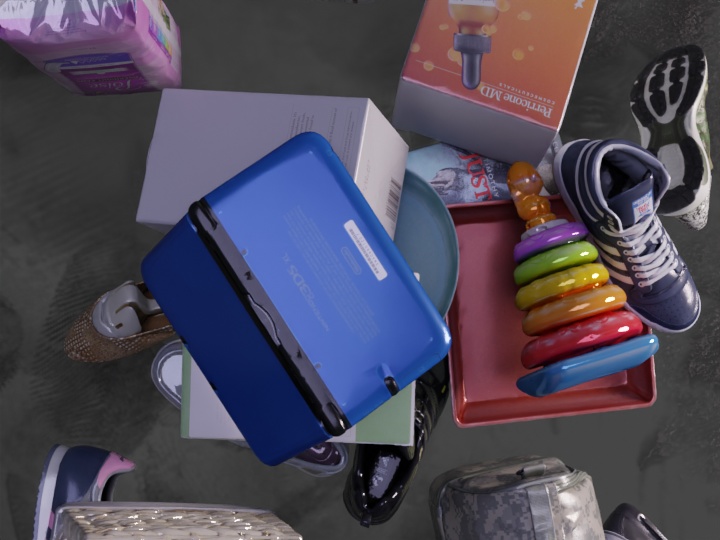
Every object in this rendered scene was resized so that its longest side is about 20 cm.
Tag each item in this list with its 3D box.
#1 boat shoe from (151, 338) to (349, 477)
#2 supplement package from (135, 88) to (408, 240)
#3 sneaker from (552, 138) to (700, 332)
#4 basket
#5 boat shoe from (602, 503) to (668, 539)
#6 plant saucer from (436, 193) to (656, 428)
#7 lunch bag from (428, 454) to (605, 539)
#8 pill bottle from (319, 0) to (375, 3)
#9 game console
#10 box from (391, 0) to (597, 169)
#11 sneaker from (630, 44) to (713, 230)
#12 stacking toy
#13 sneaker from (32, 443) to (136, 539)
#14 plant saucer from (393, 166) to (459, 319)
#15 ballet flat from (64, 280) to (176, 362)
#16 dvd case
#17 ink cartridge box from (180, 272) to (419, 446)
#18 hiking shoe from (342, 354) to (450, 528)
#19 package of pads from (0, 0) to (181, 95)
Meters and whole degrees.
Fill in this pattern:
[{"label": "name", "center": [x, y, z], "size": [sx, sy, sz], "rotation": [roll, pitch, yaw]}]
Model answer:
[{"label": "boat shoe", "center": [-0.099, 0.123, 0.854], "size": [0.200, 0.065, 0.075], "rotation": [32, 81, 1]}, {"label": "supplement package", "center": [-0.074, -0.077, 0.826], "size": [0.196, 0.120, 0.124], "rotation": [7, 81, 21]}, {"label": "sneaker", "center": [0.244, -0.028, 0.820], "size": [0.070, 0.108, 0.202], "rotation": [-35, 95, -5]}, {"label": "basket", "center": [-0.149, 0.266, 0.771], "size": [0.196, 0.123, 0.139], "rotation": [7, 81, -25]}, {"label": "boat shoe", "center": [0.295, 0.289, 0.859], "size": [0.199, 0.070, 0.066], "rotation": [40, 63, 0]}, {"label": "plant saucer", "center": [0.170, 0.034, 0.884], "size": [0.195, 0.037, 0.204], "rotation": [-5, 90, -7]}, {"label": "lunch bag", "center": [0.144, 0.263, 0.798], "size": [0.136, 0.168, 0.204], "rotation": [-9, 83, -5]}, {"label": "pill bottle", "center": [-0.030, -0.311, 0.893], "size": [0.196, 0.110, 0.112], "rotation": [4, 81, 1]}, {"label": "game console", "center": [-0.055, 0.027, 0.741], "size": [0.169, 0.118, 0.202], "rotation": [-34, 90, -12]}, {"label": "box", "center": [0.130, -0.220, 0.885], "size": [0.150, 0.106, 0.203], "rotation": [18, 75, 2]}, {"label": "sneaker", "center": [0.311, -0.126, 0.924], "size": [0.076, 0.088, 0.203], "rotation": [-7, 60, 34]}, {"label": "stacking toy", "center": [0.170, -0.002, 0.827], "size": [0.108, 0.116, 0.204], "rotation": [-15, 79, -10]}, {"label": "sneaker", "center": [-0.241, 0.256, 0.823], "size": [0.080, 0.070, 0.204], "rotation": [3, 83, -1]}, {"label": "plant saucer", "center": [0.000, 0.000, 0.862], "size": [0.196, 0.027, 0.204], "rotation": [-6, 75, 24]}, {"label": "ballet flat", "center": [-0.181, 0.027, 0.854], "size": [0.197, 0.066, 0.071], "rotation": [-19, 59, -3]}, {"label": "dvd case", "center": [0.113, -0.059, 0.916], "size": [0.196, 0.022, 0.149], "rotation": [-15, 83, -7]}, {"label": "ink cartridge box", "center": [-0.052, 0.069, 0.800], "size": [0.196, 0.048, 0.149], "rotation": [2, 91, 0]}, {"label": "hiking shoe", "center": [0.041, 0.131, 0.844], "size": [0.074, 0.101, 0.204], "rotation": [16, 81, -2]}, {"label": "package of pads", "center": [-0.231, -0.211, 0.826], "size": [0.118, 0.200, 0.077], "rotation": [-3, 87, -1]}]
